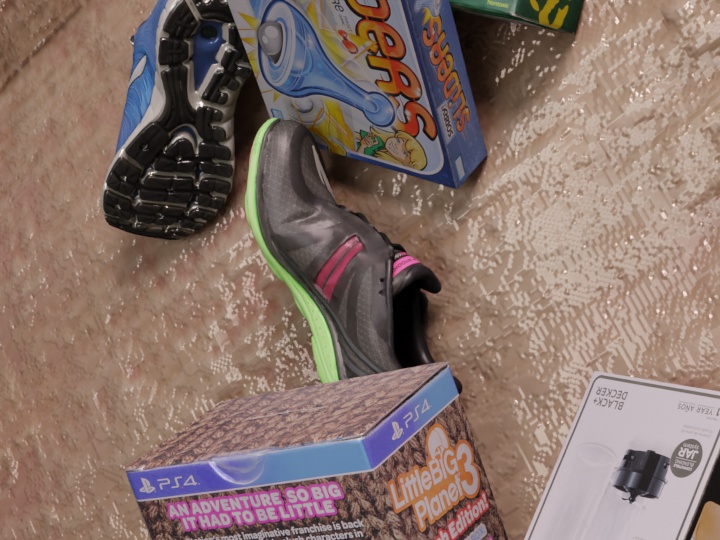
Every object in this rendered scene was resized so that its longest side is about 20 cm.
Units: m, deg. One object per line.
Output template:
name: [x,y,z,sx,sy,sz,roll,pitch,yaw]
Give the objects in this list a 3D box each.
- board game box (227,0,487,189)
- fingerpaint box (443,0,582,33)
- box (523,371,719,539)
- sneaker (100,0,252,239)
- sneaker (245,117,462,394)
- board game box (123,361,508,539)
board game box: [-0.013,-0.142,0.820,0.135,0.034,0.200,18,145,34]
fingerpaint box: [0.036,-0.232,0.841,0.200,0.073,0.167,18,99,33]
box: [0.125,0.154,0.716,0.117,0.060,0.200,3,66,63]
sneaker: [-0.110,-0.107,0.950,0.089,0.078,0.200,-102,31,-54]
sneaker: [0.000,0.000,0.869,0.084,0.077,0.200,-27,86,26]
board game box: [-0.008,0.168,0.818,0.159,0.097,0.200,-12,102,34]
